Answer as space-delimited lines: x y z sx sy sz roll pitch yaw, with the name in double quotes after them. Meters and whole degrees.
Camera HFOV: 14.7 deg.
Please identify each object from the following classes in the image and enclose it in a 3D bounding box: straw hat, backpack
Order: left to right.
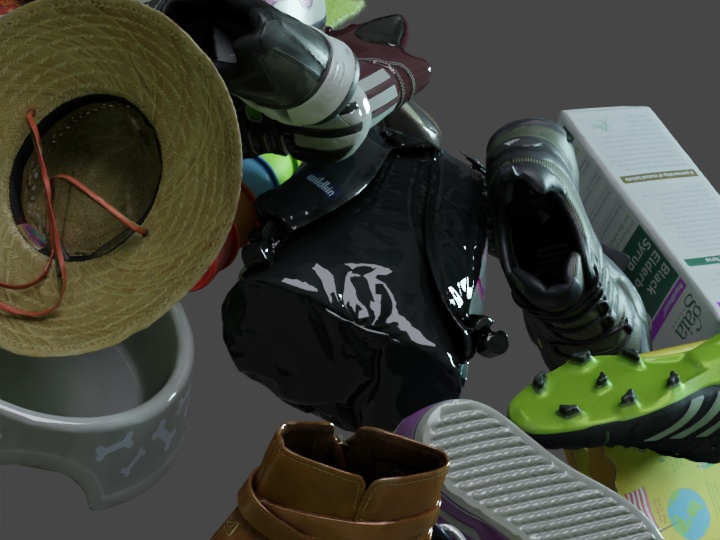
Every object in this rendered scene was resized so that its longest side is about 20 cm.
-0.145 -0.050 1.540 0.201 0.201 0.085 37 8 15 "straw hat"
0.000 0.000 1.668 0.166 0.127 0.200 29 35 -9 "backpack"

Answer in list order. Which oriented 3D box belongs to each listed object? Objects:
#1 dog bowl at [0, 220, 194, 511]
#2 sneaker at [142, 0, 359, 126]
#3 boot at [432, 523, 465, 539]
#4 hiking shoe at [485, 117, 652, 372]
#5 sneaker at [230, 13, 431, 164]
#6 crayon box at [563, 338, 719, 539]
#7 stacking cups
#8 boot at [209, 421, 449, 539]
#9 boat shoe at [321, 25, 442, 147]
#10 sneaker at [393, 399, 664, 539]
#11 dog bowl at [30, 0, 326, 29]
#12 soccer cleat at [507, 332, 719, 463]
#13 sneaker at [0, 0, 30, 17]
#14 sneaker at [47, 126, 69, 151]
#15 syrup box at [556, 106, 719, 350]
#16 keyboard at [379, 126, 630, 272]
-0.184 0.043 1.566 0.199 0.059 0.200 16 38 -13 "dog bowl"
-0.097 -0.132 1.566 0.200 0.067 0.090 13 -16 42 "sneaker"
0.045 0.180 1.508 0.199 0.091 0.073 14 38 -14 "boot"
0.119 0.013 1.697 0.201 0.075 0.101 65 21 -16 "hiking shoe"
-0.035 -0.115 1.662 0.115 0.076 0.200 -29 30 -34 "sneaker"
0.191 0.110 1.670 0.199 0.051 0.127 -9 76 -38 "crayon box"
-0.082 -0.040 1.700 0.060 0.061 0.200 28 29 3 "stacking cups"
0.015 0.148 1.402 0.199 0.156 0.077 11 29 -20 "boot"
-0.028 -0.132 1.851 0.200 0.075 0.073 32 38 6 "boat shoe"
0.097 0.150 1.575 0.200 0.114 0.073 45 67 -5 "sneaker"
-0.115 -0.205 1.783 0.199 0.074 0.200 8 17 -2 "dog bowl"
0.175 0.080 1.598 0.199 0.081 0.068 -14 36 -22 "soccer cleat"
-0.171 -0.130 1.771 0.199 0.077 0.073 14 20 14 "sneaker"
-0.144 -0.070 1.674 0.078 0.076 0.200 25 13 -21 "sneaker"
0.195 -0.013 1.833 0.081 0.079 0.200 -5 47 -35 "syrup box"
0.071 -0.030 1.780 0.199 0.104 0.040 26 64 3 "keyboard"
